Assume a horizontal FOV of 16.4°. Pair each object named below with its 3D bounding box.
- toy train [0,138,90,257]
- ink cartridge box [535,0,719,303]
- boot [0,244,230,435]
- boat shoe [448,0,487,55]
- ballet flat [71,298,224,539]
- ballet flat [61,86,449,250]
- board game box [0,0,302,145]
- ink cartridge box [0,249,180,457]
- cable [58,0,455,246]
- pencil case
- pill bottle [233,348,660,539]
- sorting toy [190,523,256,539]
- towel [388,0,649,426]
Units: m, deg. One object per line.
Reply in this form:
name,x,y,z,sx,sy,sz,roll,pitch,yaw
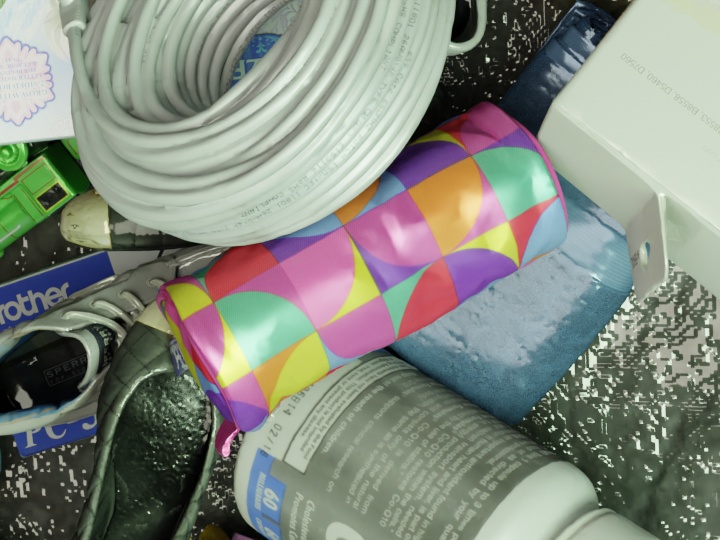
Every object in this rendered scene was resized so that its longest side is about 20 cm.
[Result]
toy train,-0.181,-0.050,1.342,0.200,0.042,0.056,-35,99,20
ink cartridge box,0.174,-0.083,1.138,0.125,0.129,0.200,39,84,5
boot,-0.110,0.035,1.258,0.200,0.096,0.074,-27,89,20
boat shoe,0.023,-0.201,1.219,0.073,0.065,0.200,-25,104,-14
ballet flat,-0.099,0.104,1.194,0.066,0.057,0.201,18,77,-18
ballet flat,-0.054,-0.055,1.237,0.199,0.066,0.057,-17,115,1
board game box,-0.111,-0.170,1.261,0.199,0.041,0.200,-7,100,-2
ink cartridge box,-0.102,0.026,1.330,0.200,0.044,0.094,-18,94,20
cable,-0.049,-0.103,1.156,0.200,0.069,0.200,-24,50,28
pencil case,0.000,0.000,1.169,0.200,0.088,0.089,-31,91,-10
pill bottle,0.045,0.125,1.227,0.200,0.114,0.114,30,110,29
sorting toy,-0.020,0.196,1.284,0.179,0.200,0.107,11,82,11
towel,0.094,-0.025,1.256,0.112,0.049,0.200,39,109,5
